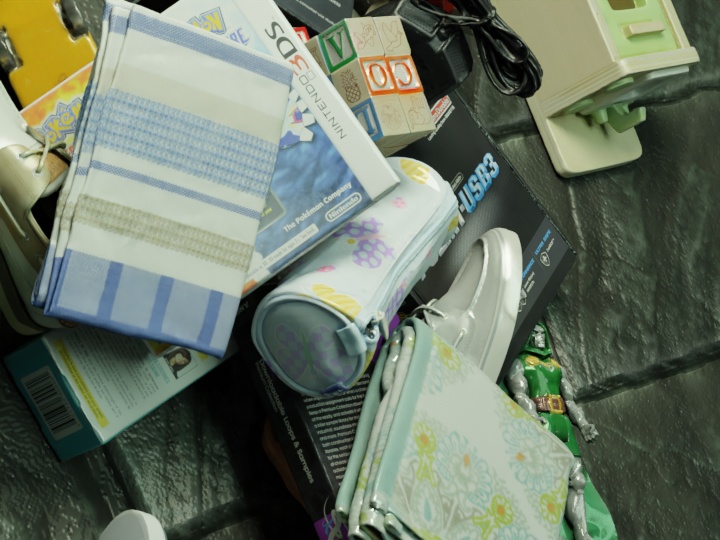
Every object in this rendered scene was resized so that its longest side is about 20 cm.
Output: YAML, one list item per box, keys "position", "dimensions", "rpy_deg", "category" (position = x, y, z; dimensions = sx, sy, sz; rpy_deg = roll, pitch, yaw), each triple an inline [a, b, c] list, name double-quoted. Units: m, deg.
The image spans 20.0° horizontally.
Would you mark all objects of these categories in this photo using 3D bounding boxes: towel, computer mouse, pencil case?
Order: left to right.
- position: [-0.121, -0.056, 1.268]
  dimensions: [0.147, 0.024, 0.201]
  rpy_deg: [16, 86, -37]
  category: "towel"
- position: [0.000, 0.000, 1.403]
  dimensions: [0.083, 0.091, 0.200]
  rpy_deg: [52, 36, -14]
  category: "pencil case"
- position: [0.030, -0.156, 1.573]
  dimensions: [0.139, 0.200, 0.053]
  rpy_deg: [51, 23, -25]
  category: "computer mouse"
- position: [0.067, 0.150, 1.404]
  dimensions: [0.171, 0.048, 0.200]
  rpy_deg: [43, 39, -22]
  category: "towel"

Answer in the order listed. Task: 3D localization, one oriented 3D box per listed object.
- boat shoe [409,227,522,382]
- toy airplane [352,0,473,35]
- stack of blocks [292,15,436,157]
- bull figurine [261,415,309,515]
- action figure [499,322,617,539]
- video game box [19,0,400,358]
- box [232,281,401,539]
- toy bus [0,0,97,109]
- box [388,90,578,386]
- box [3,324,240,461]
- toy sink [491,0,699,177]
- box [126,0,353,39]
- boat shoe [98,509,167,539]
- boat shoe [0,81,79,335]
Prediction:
- position: [0.065, 0.059, 1.544]
  dimensions: [0.068, 0.072, 0.201]
  rpy_deg: [18, 93, -19]
  category: "boat shoe"
- position: [0.041, -0.253, 1.656]
  dimensions: [0.141, 0.199, 0.200]
  rpy_deg: [31, 35, 5]
  category: "toy airplane"
- position: [-0.050, -0.114, 1.454]
  dimensions: [0.058, 0.200, 0.116]
  rpy_deg: [-11, 80, -47]
  category: "stack of blocks"
- position: [0.005, 0.171, 1.470]
  dimensions: [0.200, 0.065, 0.121]
  rpy_deg: [59, 38, -9]
  category: "bull figurine"
- position: [0.153, 0.134, 1.650]
  dimensions: [0.118, 0.055, 0.201]
  rpy_deg: [9, 60, -39]
  category: "action figure"
- position: [-0.105, -0.074, 1.334]
  dimensions: [0.200, 0.047, 0.182]
  rpy_deg: [-36, 88, -6]
  category: "video game box"
- position: [-0.004, 0.098, 1.428]
  dimensions: [0.143, 0.036, 0.201]
  rpy_deg: [-6, 69, -49]
  category: "box"
- position: [-0.200, -0.122, 1.389]
  dimensions: [0.065, 0.078, 0.201]
  rpy_deg: [-26, 90, -5]
  category: "toy bus"
- position: [0.072, -0.026, 1.649]
  dimensions: [0.199, 0.050, 0.200]
  rpy_deg: [53, 43, -14]
  category: "box"
- position: [-0.145, 0.046, 1.390]
  dimensions: [0.200, 0.049, 0.082]
  rpy_deg: [-34, 97, -48]
  category: "box"
- position: [0.217, -0.201, 1.835]
  dimensions: [0.130, 0.112, 0.201]
  rpy_deg: [-14, 81, -47]
  category: "toy sink"
- position: [-0.084, -0.259, 1.564]
  dimensions: [0.148, 0.104, 0.201]
  rpy_deg: [31, 50, -31]
  category: "box"
- position: [-0.135, 0.254, 1.289]
  dimensions: [0.065, 0.073, 0.201]
  rpy_deg: [18, 69, -45]
  category: "boat shoe"
- position: [-0.210, -0.058, 1.266]
  dimensions: [0.201, 0.068, 0.075]
  rpy_deg: [68, 28, -21]
  category: "boat shoe"
